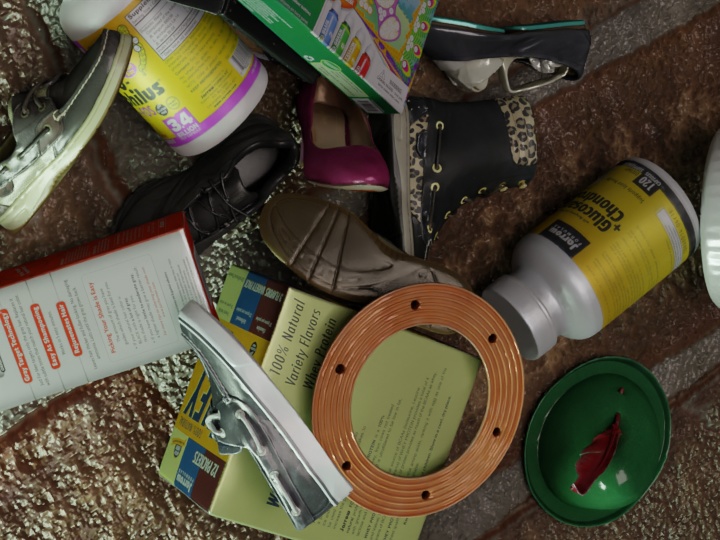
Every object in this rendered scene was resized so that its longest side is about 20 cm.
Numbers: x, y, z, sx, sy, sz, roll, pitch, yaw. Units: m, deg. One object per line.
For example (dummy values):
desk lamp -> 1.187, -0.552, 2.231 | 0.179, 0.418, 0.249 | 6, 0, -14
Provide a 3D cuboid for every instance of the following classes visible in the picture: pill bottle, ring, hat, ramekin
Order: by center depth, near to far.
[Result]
pill bottle -> -0.173, -0.196, 1.416 | 0.104, 0.104, 0.200 | -48, 113, -12
ring -> 0.048, 0.108, 1.459 | 0.198, 0.019, 0.203 | -5, 103, -23
pill bottle -> 0.212, -0.008, 1.626 | 0.199, 0.112, 0.113 | -37, 111, -17
hat -> 0.260, 0.186, 1.640 | 0.199, 0.176, 0.167 | -35, 111, -17
ramekin -> 0.390, -0.050, 1.667 | 0.200, 0.097, 0.203 | 1, 90, -66

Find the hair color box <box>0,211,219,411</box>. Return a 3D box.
hair color box -> -0.222, 0.034, 1.415 | 0.198, 0.061, 0.103 | -18, 107, -2

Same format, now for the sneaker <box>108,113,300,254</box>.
sneaker -> -0.132, -0.057, 1.465 | 0.200, 0.091, 0.076 | -46, 115, -11

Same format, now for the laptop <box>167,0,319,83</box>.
laptop -> -0.106, -0.278, 1.386 | 0.200, 0.115, 0.189 | 32, 71, -51

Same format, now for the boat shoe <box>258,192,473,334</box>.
boat shoe -> 0.000, 0.000, 1.490 | 0.199, 0.065, 0.074 | 30, 79, -6

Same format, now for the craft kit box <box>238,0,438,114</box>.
craft kit box -> -0.003, -0.258, 1.398 | 0.200, 0.048, 0.200 | 35, 65, -50

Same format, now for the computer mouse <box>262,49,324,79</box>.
computer mouse -> -0.030, -0.272, 1.462 | 0.138, 0.053, 0.201 | 40, 74, -27

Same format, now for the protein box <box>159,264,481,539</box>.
protein box -> -0.037, 0.127, 1.512 | 0.198, 0.135, 0.201 | 21, 89, -27

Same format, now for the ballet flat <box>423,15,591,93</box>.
ballet flat -> 0.124, -0.195, 1.581 | 0.198, 0.073, 0.074 | -2, 99, -28

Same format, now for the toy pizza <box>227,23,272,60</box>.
toy pizza -> -0.057, -0.280, 1.500 | 0.198, 0.032, 0.203 | -4, 99, -26

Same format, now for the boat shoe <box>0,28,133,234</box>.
boat shoe -> -0.249, -0.114, 1.373 | 0.066, 0.072, 0.201 | 29, 121, -18

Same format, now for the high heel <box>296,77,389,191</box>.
high heel -> -0.017, -0.122, 1.451 | 0.067, 0.200, 0.097 | 3, 102, -20

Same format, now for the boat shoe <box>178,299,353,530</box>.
boat shoe -> -0.090, 0.117, 1.377 | 0.068, 0.072, 0.201 | -38, 102, -6

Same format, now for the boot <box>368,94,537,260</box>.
boot -> 0.087, -0.061, 1.577 | 0.152, 0.073, 0.206 | -7, 97, -23
